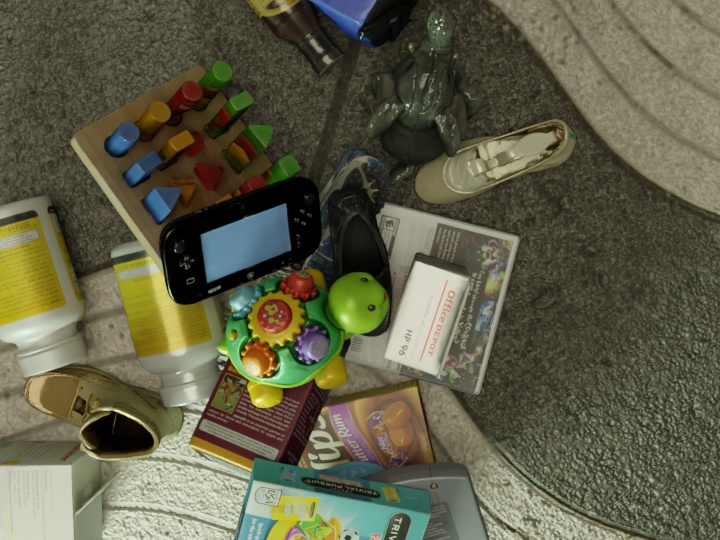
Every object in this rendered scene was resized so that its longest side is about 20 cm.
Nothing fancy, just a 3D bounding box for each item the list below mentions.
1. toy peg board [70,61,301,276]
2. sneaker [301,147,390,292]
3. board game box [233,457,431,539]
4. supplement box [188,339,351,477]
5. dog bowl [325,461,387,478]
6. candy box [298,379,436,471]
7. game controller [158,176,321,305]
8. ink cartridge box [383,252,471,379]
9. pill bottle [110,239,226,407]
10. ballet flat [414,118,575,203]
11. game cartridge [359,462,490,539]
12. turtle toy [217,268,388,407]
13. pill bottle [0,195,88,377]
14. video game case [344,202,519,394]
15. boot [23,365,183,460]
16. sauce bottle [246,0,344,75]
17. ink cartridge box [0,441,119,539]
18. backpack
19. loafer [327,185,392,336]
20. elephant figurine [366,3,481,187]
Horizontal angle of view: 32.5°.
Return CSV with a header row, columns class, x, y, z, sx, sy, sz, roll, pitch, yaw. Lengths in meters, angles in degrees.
class,x,y,z,sx,sy,sz,roll,pitch,yaw
toy peg board,-0.185,-0.129,1.411,0.199,0.098,0.200,-37,92,-35
sneaker,-0.021,-0.057,1.478,0.077,0.085,0.200,14,117,-22
board game box,-0.038,0.301,1.376,0.199,0.047,0.151,12,114,-8
supplement box,-0.103,0.141,1.444,0.110,0.086,0.200,20,74,15
dog bowl,0.001,0.326,1.480,0.111,0.050,0.201,-8,115,1
candy box,-0.014,0.213,1.502,0.199,0.056,0.117,-13,95,5
game controller,-0.130,-0.034,1.371,0.200,0.042,0.105,-22,118,-27
ink cartridge box,0.075,0.047,1.390,0.068,0.200,0.116,18,94,1
pill bottle,-0.221,0.055,1.470,0.112,0.112,0.201,-14,93,4
ballet flat,0.158,-0.132,1.463,0.200,0.069,0.070,-21,93,4
game cartridge,0.040,0.293,1.422,0.199,0.041,0.134,-16,118,4
turtle toy,-0.065,0.058,1.368,0.199,0.101,0.146,-16,68,2
pill bottle,-0.394,0.020,1.476,0.111,0.111,0.201,-18,93,4
video game case,0.081,0.033,1.501,0.181,0.023,0.201,14,94,2
boot,-0.319,0.169,1.462,0.199,0.155,0.073,17,95,1
sauce bottle,-0.095,-0.321,1.461,0.066,0.066,0.200,-41,92,5
ink cartridge box,-0.399,0.279,1.488,0.199,0.129,0.126,0,95,3
backpack,0.004,-0.354,1.388,0.168,0.200,0.163,39,97,9
loafer,0.000,0.000,1.423,0.068,0.070,0.201,-13,123,-4
elephant figurine,0.066,-0.192,1.394,0.141,0.200,0.155,-26,93,4
